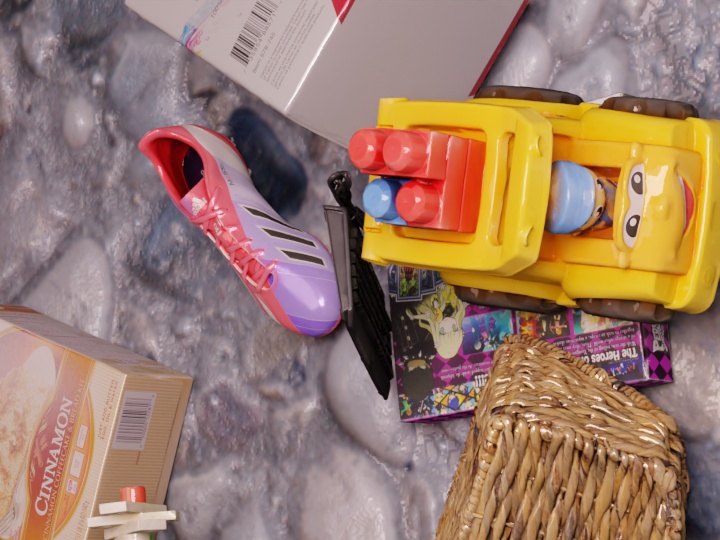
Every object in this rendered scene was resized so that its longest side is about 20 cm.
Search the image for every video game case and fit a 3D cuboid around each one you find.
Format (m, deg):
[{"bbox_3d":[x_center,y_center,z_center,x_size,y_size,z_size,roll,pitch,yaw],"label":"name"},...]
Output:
[{"bbox_3d":[0.102,-0.004,1.550,0.199,0.036,0.183,-13,76,39],"label":"video game case"}]

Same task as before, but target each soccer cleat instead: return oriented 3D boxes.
[{"bbox_3d":[-0.084,-0.028,1.685,0.067,0.076,0.200,-52,55,23],"label":"soccer cleat"}]

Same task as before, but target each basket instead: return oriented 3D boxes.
[{"bbox_3d":[0.122,0.162,1.477,0.142,0.149,0.201,16,109,0],"label":"basket"}]

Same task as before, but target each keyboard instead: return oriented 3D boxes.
[{"bbox_3d":[0.000,0.000,1.527,0.020,0.200,0.128,-11,73,3],"label":"keyboard"}]

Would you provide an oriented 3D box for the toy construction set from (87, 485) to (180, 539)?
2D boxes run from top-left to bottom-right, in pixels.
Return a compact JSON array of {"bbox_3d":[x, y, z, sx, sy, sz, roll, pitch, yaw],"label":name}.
[{"bbox_3d":[-0.160,0.248,1.682,0.092,0.131,0.202,5,88,40],"label":"toy construction set"}]

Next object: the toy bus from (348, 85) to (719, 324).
[{"bbox_3d":[0.091,-0.047,1.416,0.199,0.191,0.137,7,88,40],"label":"toy bus"}]

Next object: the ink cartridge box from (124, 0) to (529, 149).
[{"bbox_3d":[-0.025,-0.178,1.588,0.200,0.144,0.146,37,100,43],"label":"ink cartridge box"}]

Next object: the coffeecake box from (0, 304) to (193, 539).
[{"bbox_3d":[-0.231,0.123,1.795,0.199,0.073,0.155,19,98,41],"label":"coffeecake box"}]
